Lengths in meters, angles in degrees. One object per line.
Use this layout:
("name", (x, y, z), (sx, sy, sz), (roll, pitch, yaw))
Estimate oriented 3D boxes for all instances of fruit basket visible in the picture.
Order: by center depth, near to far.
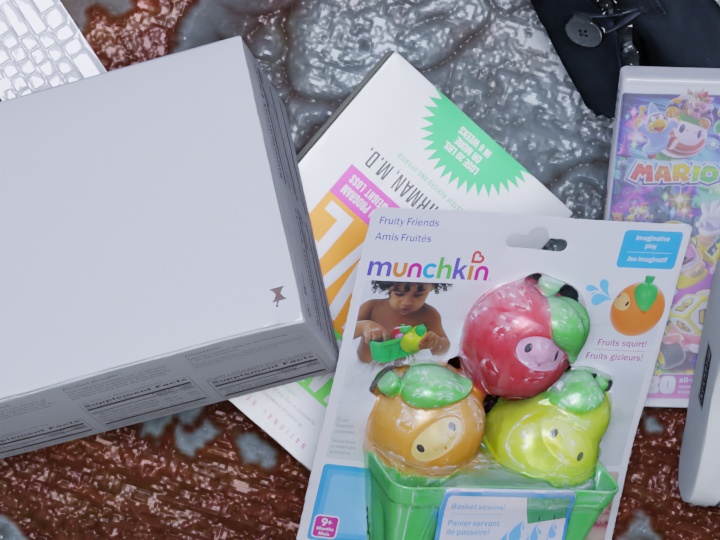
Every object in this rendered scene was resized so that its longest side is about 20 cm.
("fruit basket", (0.073, 0.065, 1.469), (0.184, 0.094, 0.201), (4, 120, -22))

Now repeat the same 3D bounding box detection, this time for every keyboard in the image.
("keyboard", (-0.176, -0.116, 1.522), (0.056, 0.011, 0.200), (-34, 94, -2))

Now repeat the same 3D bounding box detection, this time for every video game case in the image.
("video game case", (0.199, -0.014, 1.502), (0.142, 0.018, 0.201), (2, 120, -4))

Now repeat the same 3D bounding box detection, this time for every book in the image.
("book", (0.000, 0.000, 1.525), (0.134, 0.048, 0.200), (41, 87, -7))

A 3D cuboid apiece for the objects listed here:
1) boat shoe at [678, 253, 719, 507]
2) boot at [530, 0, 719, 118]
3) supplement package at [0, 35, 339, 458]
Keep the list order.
("boat shoe", (0.216, 0.042, 1.490), (0.063, 0.071, 0.201), (5, 128, -5))
("boot", (0.088, -0.147, 1.497), (0.168, 0.199, 0.077), (56, 43, -30))
("supplement package", (-0.128, -0.009, 1.443), (0.199, 0.111, 0.156), (-15, 74, 5))
